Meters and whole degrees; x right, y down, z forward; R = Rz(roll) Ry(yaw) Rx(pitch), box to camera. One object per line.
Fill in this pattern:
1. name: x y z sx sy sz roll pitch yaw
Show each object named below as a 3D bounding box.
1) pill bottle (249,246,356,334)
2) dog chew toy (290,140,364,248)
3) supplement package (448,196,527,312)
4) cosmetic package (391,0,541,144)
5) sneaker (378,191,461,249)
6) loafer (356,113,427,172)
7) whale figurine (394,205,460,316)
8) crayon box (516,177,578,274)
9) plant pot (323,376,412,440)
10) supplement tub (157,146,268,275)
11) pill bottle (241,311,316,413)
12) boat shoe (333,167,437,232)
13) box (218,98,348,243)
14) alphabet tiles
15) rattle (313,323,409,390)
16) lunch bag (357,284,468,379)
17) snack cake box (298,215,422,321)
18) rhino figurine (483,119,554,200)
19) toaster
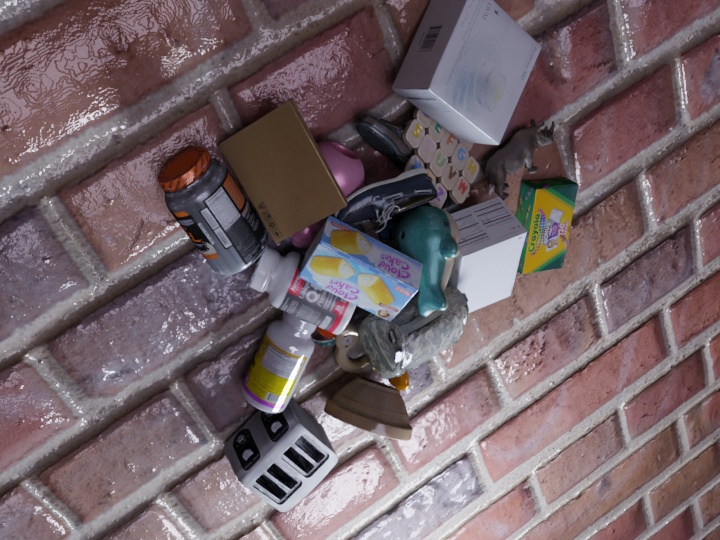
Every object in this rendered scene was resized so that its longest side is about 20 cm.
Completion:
1. pill bottle: -0.107 0.033 1.334 0.196 0.111 0.113 25 103 -12
2. dog chew toy: -0.075 -0.133 1.290 0.122 0.125 0.203 18 114 -31
3. supplement package: 0.239 -0.023 1.460 0.152 0.112 0.203 -20 141 -16
4. cosmetic package: 0.196 -0.370 1.280 0.197 0.122 0.204 26 88 -35
5. sneaker: 0.126 -0.103 1.439 0.197 0.074 0.083 -31 142 -5
6. loafer: 0.068 -0.247 1.342 0.199 0.071 0.064 34 77 -41
7. whale figurine: 0.118 -0.022 1.313 0.102 0.158 0.206 11 71 -33
8. crayon box: 0.409 -0.101 1.576 0.116 0.058 0.205 -8 117 -23
9. plant pot: 0.027 0.288 1.506 0.198 0.199 0.095 22 83 -32
10. supplement tub: -0.254 -0.103 1.209 0.121 0.123 0.202 -35 123 -6
11. pill bottle: -0.156 0.173 1.400 0.102 0.104 0.204 18 106 -31
12. boat shoe: 0.047 -0.119 1.266 0.196 0.063 0.075 -23 158 -19
13. box: -0.133 -0.167 1.214 0.161 0.021 0.203 -24 105 23
14. alphabet tiles: 0.160 -0.229 1.364 0.200 0.014 0.198 43 65 -31
15. rattle: -0.008 0.181 1.461 0.129 0.145 0.198 -35 137 24
16. lunch bag: 0.108 0.113 1.407 0.197 0.168 0.142 -25 79 -29
17. snack cake box: 0.000 0.000 1.267 0.196 0.068 0.116 26 137 -11
18. rhino figurine: 0.338 -0.246 1.470 0.199 0.060 0.088 -43 114 -6
19. toaster: -0.164 0.391 1.494 0.180 0.119 0.201 -42 125 -1
